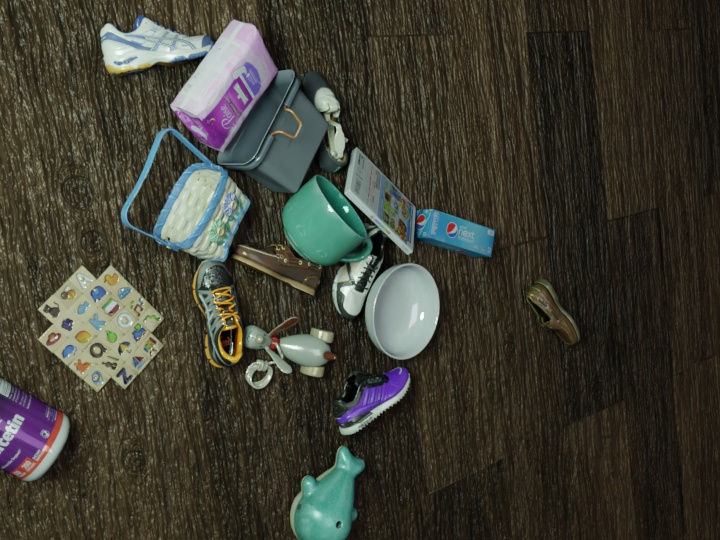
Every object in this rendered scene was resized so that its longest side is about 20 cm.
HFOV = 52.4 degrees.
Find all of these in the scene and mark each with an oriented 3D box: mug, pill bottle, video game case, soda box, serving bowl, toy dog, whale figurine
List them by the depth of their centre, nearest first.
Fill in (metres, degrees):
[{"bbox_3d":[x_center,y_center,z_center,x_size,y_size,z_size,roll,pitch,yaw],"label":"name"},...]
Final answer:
[{"bbox_3d":[-0.548,0.225,1.097,0.199,0.112,0.114,40,70,-29],"label":"pill bottle"},{"bbox_3d":[-0.067,-0.074,1.395,0.114,0.152,0.186,-38,96,14],"label":"mug"},{"bbox_3d":[-0.123,0.153,1.402,0.197,0.096,0.135,-9,96,-34],"label":"toy dog"},{"bbox_3d":[-0.051,0.458,1.458,0.159,0.103,0.202,44,68,-27],"label":"whale figurine"},{"bbox_3d":[0.045,-0.143,1.513,0.200,0.018,0.145,42,36,-29],"label":"video game case"},{"bbox_3d":[0.079,0.083,1.553,0.198,0.065,0.205,-7,101,-42],"label":"serving bowl"},{"bbox_3d":[0.209,-0.082,1.644,0.197,0.067,0.066,15,82,-34],"label":"soda box"}]

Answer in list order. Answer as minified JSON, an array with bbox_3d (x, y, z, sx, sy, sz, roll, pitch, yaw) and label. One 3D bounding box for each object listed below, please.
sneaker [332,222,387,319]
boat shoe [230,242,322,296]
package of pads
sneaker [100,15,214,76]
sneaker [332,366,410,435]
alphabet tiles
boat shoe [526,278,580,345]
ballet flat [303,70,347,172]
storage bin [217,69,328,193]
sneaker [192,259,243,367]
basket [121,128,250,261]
[{"bbox_3d":[0.000,0.000,1.495,0.073,0.079,0.204,16,84,-35],"label":"sneaker"},{"bbox_3d":[-0.155,-0.016,1.392,0.198,0.070,0.072,25,84,-41],"label":"boat shoe"},{"bbox_3d":[-0.234,-0.325,1.287,0.202,0.075,0.121,-58,153,-13],"label":"package of pads"},{"bbox_3d":[-0.341,-0.392,1.244,0.198,0.075,0.090,-21,103,-33],"label":"sneaker"},{"bbox_3d":[0.020,0.244,1.522,0.199,0.069,0.101,-35,108,-29],"label":"sneaker"},{"bbox_3d":[-0.434,0.098,1.237,0.167,0.006,0.201,-51,118,-22],"label":"alphabet tiles"},{"bbox_3d":[0.479,0.118,1.846,0.068,0.072,0.201,-42,105,-21],"label":"boat shoe"},{"bbox_3d":[-0.062,-0.296,1.447,0.072,0.073,0.204,-16,100,-33],"label":"ballet flat"},{"bbox_3d":[-0.145,-0.246,1.358,0.134,0.144,0.203,36,72,-41],"label":"storage bin"},{"bbox_3d":[-0.248,0.077,1.325,0.077,0.077,0.204,-15,98,-31],"label":"sneaker"},{"bbox_3d":[-0.294,-0.119,1.247,0.199,0.138,0.179,33,73,-40],"label":"basket"}]
